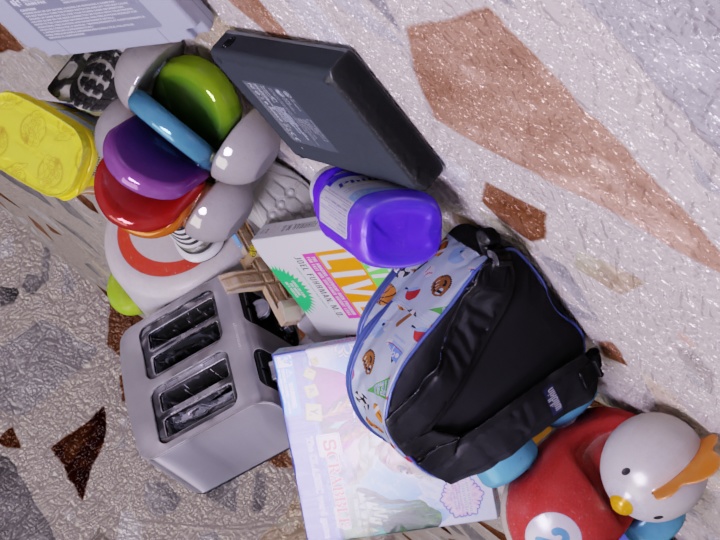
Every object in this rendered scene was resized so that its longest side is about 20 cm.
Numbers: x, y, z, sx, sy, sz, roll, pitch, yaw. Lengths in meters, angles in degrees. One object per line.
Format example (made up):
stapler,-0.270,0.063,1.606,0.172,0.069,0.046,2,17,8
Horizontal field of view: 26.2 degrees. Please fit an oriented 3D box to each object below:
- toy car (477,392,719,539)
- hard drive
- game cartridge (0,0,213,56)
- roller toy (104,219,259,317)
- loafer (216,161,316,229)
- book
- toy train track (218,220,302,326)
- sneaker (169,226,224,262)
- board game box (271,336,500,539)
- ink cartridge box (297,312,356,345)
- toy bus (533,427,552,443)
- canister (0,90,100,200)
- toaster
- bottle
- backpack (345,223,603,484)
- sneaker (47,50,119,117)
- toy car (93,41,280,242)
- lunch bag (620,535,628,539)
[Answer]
toy car,0.233,0.188,1.366,0.185,0.177,0.200,54,152,-8
hard drive,-0.031,-0.136,1.294,0.140,0.033,0.200,49,165,-32
game cartridge,-0.241,-0.242,1.342,0.199,0.041,0.133,-1,155,31
roller toy,-0.191,-0.031,1.757,0.181,0.201,0.140,20,160,26
loafer,-0.100,-0.084,1.596,0.200,0.070,0.070,41,-178,3
book,0.000,0.000,1.504,0.199,0.048,0.134,-7,129,48
toy train track,-0.111,-0.033,1.614,0.033,0.114,0.201,-49,61,38
sneaker,-0.207,-0.115,1.654,0.201,0.075,0.115,64,-179,26
board game box,0.026,0.162,1.547,0.041,0.198,0.202,-32,-69,-78
ink cartridge box,0.018,0.079,1.677,0.200,0.116,0.068,47,166,-22
toy bus,0.184,0.160,1.595,0.078,0.065,0.200,29,163,45
canister,-0.323,-0.141,1.789,0.148,0.087,0.200,29,-167,22
toaster,-0.158,0.124,1.667,0.119,0.199,0.182,42,-155,-49
bottle,0.004,-0.053,1.350,0.200,0.083,0.066,-141,50,-68
backpack,0.079,0.076,1.333,0.200,0.191,0.154,47,165,-32
sneaker,-0.278,-0.197,1.727,0.088,0.077,0.200,36,177,-28
toy car,-0.187,-0.111,1.474,0.175,0.150,0.200,39,136,8
lunch bag,0.291,0.308,1.763,0.200,0.076,0.160,42,164,-4
